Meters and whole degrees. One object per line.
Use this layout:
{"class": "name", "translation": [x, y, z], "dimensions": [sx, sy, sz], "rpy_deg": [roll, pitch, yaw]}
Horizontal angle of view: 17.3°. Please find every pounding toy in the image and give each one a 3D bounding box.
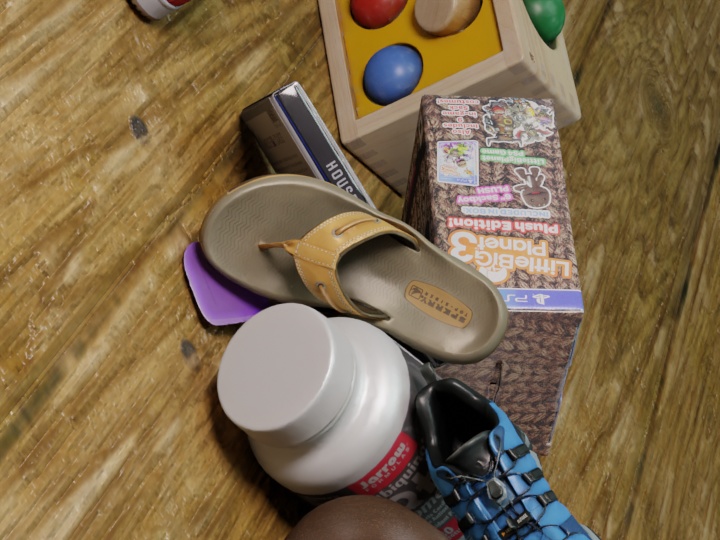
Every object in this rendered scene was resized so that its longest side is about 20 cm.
{"class": "pounding toy", "translation": [0.071, -0.196, 1.772], "dimensions": [0.142, 0.199, 0.185], "rpy_deg": [37, 36, -50]}

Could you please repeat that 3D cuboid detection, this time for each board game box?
{"class": "board game box", "translation": [0.087, 0.003, 1.657], "dimensions": [0.160, 0.096, 0.201], "rpy_deg": [98, -9, -48]}

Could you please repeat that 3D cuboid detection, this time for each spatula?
{"class": "spatula", "translation": [-0.055, 0.012, 1.517], "dimensions": [0.200, 0.020, 0.057], "rpy_deg": [10, 54, -65]}

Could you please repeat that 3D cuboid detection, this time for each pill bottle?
{"class": "pill bottle", "translation": [-0.001, 0.096, 1.441], "dimensions": [0.200, 0.110, 0.111], "rpy_deg": [39, 35, -49]}

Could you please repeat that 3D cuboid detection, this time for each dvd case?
{"class": "dvd case", "translation": [-0.010, -0.028, 1.538], "dimensions": [0.201, 0.025, 0.150], "rpy_deg": [59, -9, -5]}

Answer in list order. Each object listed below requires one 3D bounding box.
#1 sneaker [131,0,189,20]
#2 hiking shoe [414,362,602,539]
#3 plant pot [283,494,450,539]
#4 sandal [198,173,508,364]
{"class": "sneaker", "translation": [-0.116, -0.273, 1.531], "dimensions": [0.071, 0.112, 0.201], "rpy_deg": [17, 53, -63]}
{"class": "hiking shoe", "translation": [0.078, 0.137, 1.334], "dimensions": [0.087, 0.074, 0.200], "rpy_deg": [48, 4, -35]}
{"class": "plant pot", "translation": [0.008, 0.209, 1.292], "dimensions": [0.187, 0.186, 0.200], "rpy_deg": [58, 8, -22]}
{"class": "sandal", "translation": [0.000, 0.000, 1.437], "dimensions": [0.199, 0.081, 0.054], "rpy_deg": [24, 3, -5]}
